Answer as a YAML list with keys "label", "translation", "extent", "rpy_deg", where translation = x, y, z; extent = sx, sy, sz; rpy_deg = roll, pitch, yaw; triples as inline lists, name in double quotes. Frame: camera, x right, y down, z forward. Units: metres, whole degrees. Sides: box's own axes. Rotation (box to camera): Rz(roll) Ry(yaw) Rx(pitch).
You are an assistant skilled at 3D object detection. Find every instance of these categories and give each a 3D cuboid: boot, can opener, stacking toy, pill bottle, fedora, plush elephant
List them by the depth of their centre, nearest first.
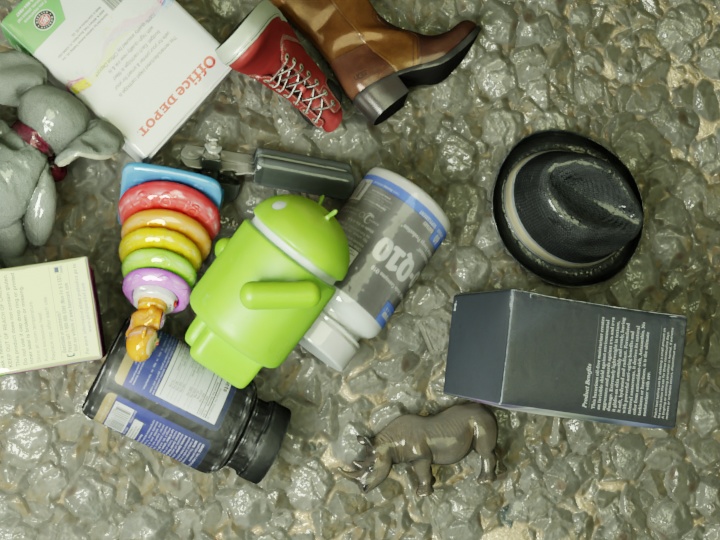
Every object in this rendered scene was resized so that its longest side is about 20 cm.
- label: "plush elephant"
  translation: [-0.333, -0.121, 1.064]
  extent: [0.155, 0.200, 0.165]
  rpy_deg: [-41, 88, -26]
- label: "stacking toy"
  translation: [-0.203, 0.001, 1.070]
  extent: [0.108, 0.117, 0.203]
  rpy_deg: [11, 55, -10]
- label: "pill bottle"
  translation: [-0.177, 0.140, 1.106]
  extent: [0.198, 0.112, 0.113]
  rpy_deg: [28, 81, -10]
- label: "boot"
  translation: [-0.073, -0.203, 1.112]
  extent: [0.072, 0.200, 0.145]
  rpy_deg: [-37, 97, 14]
- label: "pill bottle"
  translation: [0.000, 0.000, 1.155]
  extent: [0.113, 0.114, 0.201]
  rpy_deg: [37, 80, -8]
- label: "can opener"
  translation: [-0.105, -0.104, 1.177]
  extent: [0.196, 0.053, 0.067]
  rpy_deg: [5, 120, -11]
- label: "boot"
  translation: [0.019, -0.290, 1.218]
  extent: [0.187, 0.069, 0.201]
  rpy_deg: [-37, 83, -13]
- label: "fedora"
  translation: [0.253, -0.075, 1.229]
  extent: [0.197, 0.092, 0.204]
  rpy_deg: [1, 87, -13]

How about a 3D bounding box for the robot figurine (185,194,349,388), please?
- label: "robot figurine"
  translation: [-0.089, 0.013, 1.054]
  extent: [0.115, 0.175, 0.201]
  rpy_deg: [36, 94, -21]

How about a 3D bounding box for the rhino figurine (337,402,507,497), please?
- label: "rhino figurine"
  translation: [0.069, 0.202, 1.186]
  extent: [0.197, 0.060, 0.089]
  rpy_deg: [-9, 92, -12]

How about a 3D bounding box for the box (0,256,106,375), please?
- label: "box"
  translation: [-0.354, 0.055, 1.036]
  extent: [0.197, 0.176, 0.098]
  rpy_deg: [-9, 88, -14]

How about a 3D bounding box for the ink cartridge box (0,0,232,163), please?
- label: "ink cartridge box"
  translation: [-0.252, -0.230, 1.125]
  extent: [0.200, 0.084, 0.145]
  rpy_deg: [43, 79, -7]

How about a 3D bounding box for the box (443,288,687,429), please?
- label: "box"
  translation: [0.212, 0.095, 1.156]
  extent: [0.195, 0.200, 0.125]
  rpy_deg: [10, 85, -11]
